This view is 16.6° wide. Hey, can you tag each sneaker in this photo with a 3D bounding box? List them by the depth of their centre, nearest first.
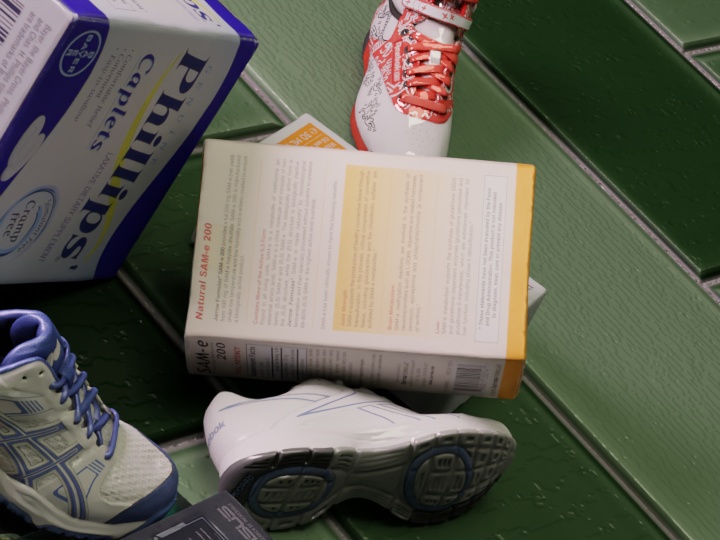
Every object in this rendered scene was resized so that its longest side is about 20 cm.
[{"bbox_3d":[-0.167,0.070,1.258,0.199,0.088,0.075,27,31,-28],"label":"sneaker"},{"bbox_3d":[0.001,0.096,1.428,0.199,0.075,0.087,4,36,-31],"label":"sneaker"},{"bbox_3d":[0.043,-0.151,1.736,0.067,0.108,0.202,18,36,-13],"label":"sneaker"}]

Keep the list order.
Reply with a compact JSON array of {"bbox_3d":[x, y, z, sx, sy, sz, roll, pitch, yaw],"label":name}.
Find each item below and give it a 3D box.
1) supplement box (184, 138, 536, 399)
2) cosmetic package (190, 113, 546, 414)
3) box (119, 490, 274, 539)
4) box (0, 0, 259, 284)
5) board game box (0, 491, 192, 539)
[{"bbox_3d":[0.000,0.000,1.453,0.199,0.074,0.127,5,69,1],"label":"supplement box"},{"bbox_3d":[0.005,-0.003,1.554,0.200,0.071,0.101,37,36,12],"label":"cosmetic package"},{"bbox_3d":[-0.065,0.217,1.244,0.200,0.051,0.157,44,38,21],"label":"box"},{"bbox_3d":[-0.182,-0.095,1.408,0.105,0.184,0.200,41,19,20],"label":"box"},{"bbox_3d":[-0.205,0.094,1.329,0.200,0.028,0.135,40,37,19],"label":"board game box"}]
